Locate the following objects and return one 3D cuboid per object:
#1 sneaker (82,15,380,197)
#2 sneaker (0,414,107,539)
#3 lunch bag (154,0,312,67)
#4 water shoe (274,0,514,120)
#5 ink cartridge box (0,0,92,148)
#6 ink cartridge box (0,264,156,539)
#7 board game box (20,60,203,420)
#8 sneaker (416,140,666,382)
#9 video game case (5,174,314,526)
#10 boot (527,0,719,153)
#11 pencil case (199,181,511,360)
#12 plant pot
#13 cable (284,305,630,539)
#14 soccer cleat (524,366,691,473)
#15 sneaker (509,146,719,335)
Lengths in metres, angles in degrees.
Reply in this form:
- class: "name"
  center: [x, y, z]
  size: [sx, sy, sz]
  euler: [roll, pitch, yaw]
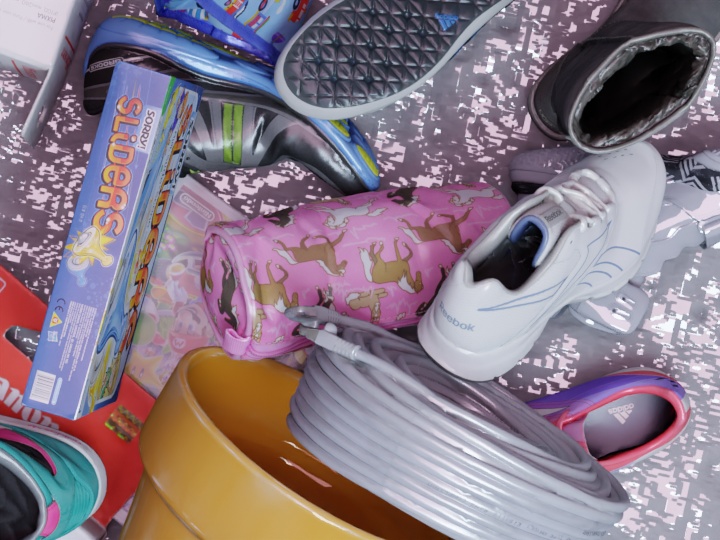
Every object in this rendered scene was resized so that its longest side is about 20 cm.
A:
- class: "sneaker"
  center: [-0.080, -0.090, 1.556]
  size: [0.199, 0.071, 0.083]
  euler: [23, 100, 0]
- class: "sneaker"
  center: [-0.255, 0.121, 1.457]
  size: [0.199, 0.121, 0.084]
  euler: [10, 99, 4]
- class: "lunch bag"
  center: [-0.071, -0.222, 1.483]
  size: [0.094, 0.200, 0.151]
  euler: [23, 87, 9]
- class: "water shoe"
  center: [0.034, -0.151, 1.545]
  size: [0.200, 0.079, 0.072]
  euler: [-33, 88, -12]
- class: "ink cartridge box"
  center: [-0.196, -0.181, 1.524]
  size: [0.067, 0.116, 0.201]
  euler: [18, 87, -2]
- class: "ink cartridge box"
  center: [-0.234, 0.102, 1.535]
  size: [0.200, 0.044, 0.174]
  euler: [40, 100, 0]
- class: "board game box"
  center: [-0.142, -0.018, 1.459]
  size: [0.034, 0.135, 0.201]
  euler: [16, 93, 3]
- class: "sneaker"
  center: [0.116, -0.017, 1.456]
  size: [0.074, 0.087, 0.200]
  euler: [37, 57, 15]
- class: "video game case"
  center: [-0.112, 0.061, 1.569]
  size: [0.143, 0.018, 0.200]
  euler: [36, 88, -1]
- class: "boot"
  center: [0.176, -0.136, 1.494]
  size: [0.073, 0.200, 0.182]
  euler: [44, 87, 0]
- class: "pencil case"
  center: [0.000, 0.000, 1.513]
  size: [0.199, 0.087, 0.083]
  euler: [-9, 117, -24]
- class: "plant pot"
  center: [-0.066, 0.177, 1.482]
  size: [0.200, 0.200, 0.184]
  euler: [32, 105, -1]
- class: "cable"
  center: [0.054, 0.103, 1.434]
  size: [0.200, 0.200, 0.069]
  euler: [35, 98, 31]
- class: "soccer cleat"
  center: [0.109, 0.111, 1.547]
  size: [0.199, 0.073, 0.069]
  euler: [-20, 90, -2]
- class: "sneaker"
  center: [0.191, -0.017, 1.556]
  size: [0.199, 0.075, 0.116]
  euler: [1, 89, 3]
